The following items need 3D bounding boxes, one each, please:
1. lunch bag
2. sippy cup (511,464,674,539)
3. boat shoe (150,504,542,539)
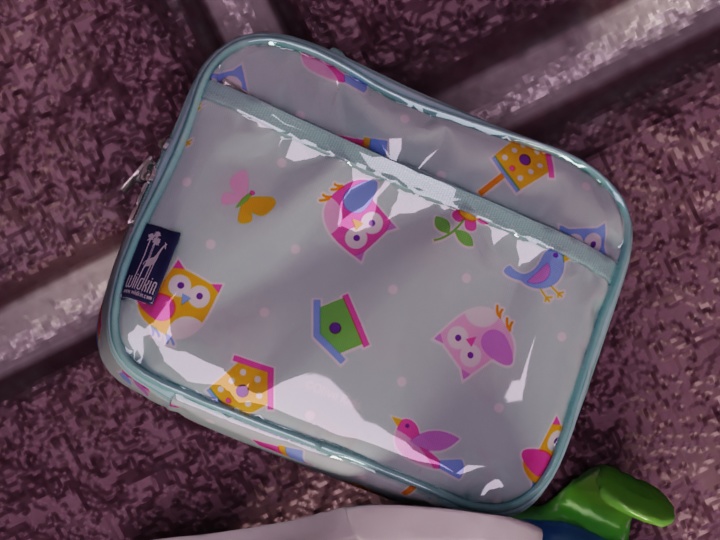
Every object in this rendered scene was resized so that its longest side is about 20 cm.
[{"bbox_3d":[0.000,0.000,0.792,0.199,0.077,0.161,23,81,-5],"label":"lunch bag"},{"bbox_3d":[0.071,0.176,0.804,0.139,0.130,0.179,-12,97,1],"label":"sippy cup"},{"bbox_3d":[-0.014,0.135,0.789,0.199,0.071,0.064,-14,64,36],"label":"boat shoe"}]
